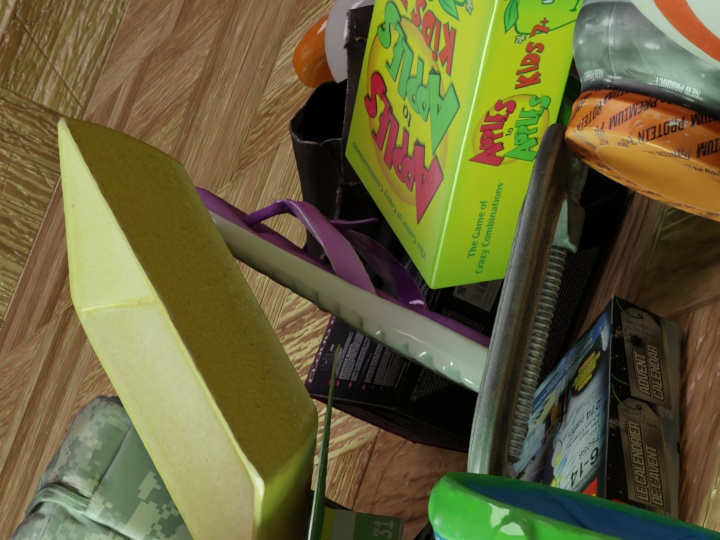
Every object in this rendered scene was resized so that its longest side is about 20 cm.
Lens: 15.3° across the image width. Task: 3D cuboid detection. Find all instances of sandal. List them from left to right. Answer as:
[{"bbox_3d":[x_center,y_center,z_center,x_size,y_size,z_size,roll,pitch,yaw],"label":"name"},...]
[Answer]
[{"bbox_3d":[0.002,0.001,1.255,0.050,0.202,0.082,-60,-19,-2],"label":"sandal"}]

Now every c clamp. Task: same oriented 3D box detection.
[{"bbox_3d":[0.073,0.028,1.134,0.171,0.027,0.201,86,-163,-63],"label":"c clamp"}]

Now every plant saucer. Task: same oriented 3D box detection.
[{"bbox_3d":[-0.074,0.045,1.229,0.201,0.048,0.200,59,164,21],"label":"plant saucer"}]

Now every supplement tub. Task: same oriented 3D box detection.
[{"bbox_3d":[0.162,-0.127,1.093,0.201,0.122,0.122,-67,14,-8],"label":"supplement tub"}]

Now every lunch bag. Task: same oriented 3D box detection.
[{"bbox_3d":[-0.100,0.180,1.375,0.169,0.199,0.139,-64,10,-19],"label":"lunch bag"}]

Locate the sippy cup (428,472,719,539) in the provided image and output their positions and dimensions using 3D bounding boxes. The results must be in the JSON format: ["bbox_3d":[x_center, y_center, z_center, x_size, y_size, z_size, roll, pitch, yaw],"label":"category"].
[{"bbox_3d":[0.078,0.152,0.959,0.178,0.139,0.131,4,-79,-78],"label":"sippy cup"}]

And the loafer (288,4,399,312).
[{"bbox_3d":[-0.004,-0.064,1.354,0.073,0.071,0.201,-83,12,-50],"label":"loafer"}]

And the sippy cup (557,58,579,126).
[{"bbox_3d":[0.113,-0.153,1.269,0.140,0.130,0.178,-58,16,27],"label":"sippy cup"}]

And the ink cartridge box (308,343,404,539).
[{"bbox_3d":[-0.007,0.157,1.211,0.146,0.048,0.201,-82,2,-53],"label":"ink cartridge box"}]

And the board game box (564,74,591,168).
[{"bbox_3d":[0.113,-0.154,1.372,0.030,0.095,0.201,-9,55,49],"label":"board game box"}]

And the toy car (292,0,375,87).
[{"bbox_3d":[0.034,-0.174,1.476,0.201,0.150,0.175,-59,-18,6],"label":"toy car"}]

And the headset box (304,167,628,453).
[{"bbox_3d":[0.047,0.013,1.382,0.150,0.077,0.200,-67,13,-7],"label":"headset box"}]

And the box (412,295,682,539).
[{"bbox_3d":[0.074,0.125,1.175,0.200,0.040,0.137,-55,19,39],"label":"box"}]

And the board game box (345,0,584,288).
[{"bbox_3d":[0.048,-0.103,1.172,0.102,0.047,0.201,-123,34,-42],"label":"board game box"}]

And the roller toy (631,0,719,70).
[{"bbox_3d":[0.185,-0.141,0.906,0.141,0.181,0.200,-68,14,-13],"label":"roller toy"}]
